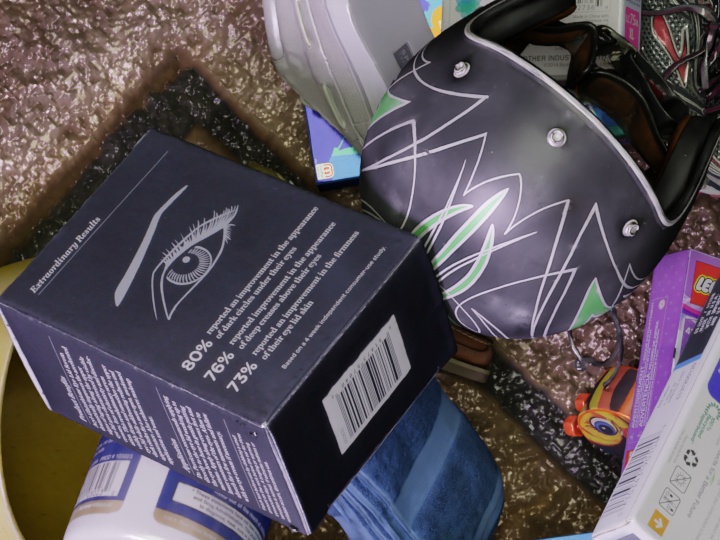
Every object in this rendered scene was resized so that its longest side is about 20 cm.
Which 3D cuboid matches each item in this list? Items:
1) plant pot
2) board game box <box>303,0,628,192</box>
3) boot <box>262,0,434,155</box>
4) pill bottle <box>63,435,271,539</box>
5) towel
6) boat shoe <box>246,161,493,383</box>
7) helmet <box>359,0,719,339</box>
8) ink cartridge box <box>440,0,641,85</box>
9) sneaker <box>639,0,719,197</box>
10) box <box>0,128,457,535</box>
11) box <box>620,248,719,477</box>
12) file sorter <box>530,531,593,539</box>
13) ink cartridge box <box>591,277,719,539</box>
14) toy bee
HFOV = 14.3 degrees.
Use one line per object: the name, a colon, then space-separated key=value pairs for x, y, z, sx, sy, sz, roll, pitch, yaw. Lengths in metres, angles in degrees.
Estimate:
plant pot: x=-0.216 y=0.084 z=1.729 sx=0.142 sy=0.200 sz=0.200 roll=3 pitch=85 yaw=29
board game box: x=0.060 y=-0.140 z=1.786 sx=0.200 sy=0.045 sz=0.152 roll=-10 pitch=85 yaw=2
boot: x=0.009 y=-0.103 z=1.733 sx=0.074 sy=0.096 sz=0.200 roll=-35 pitch=115 yaw=-32
pill bottle: x=-0.092 y=0.096 z=1.692 sx=0.111 sy=0.111 sz=0.200 roll=17 pitch=62 yaw=4
towel: x=0.019 y=0.106 z=1.699 sx=0.049 sy=0.200 sz=0.112 roll=0 pitch=50 yaw=41
boat shoe: x=0.000 y=0.000 z=1.765 sx=0.200 sy=0.072 sz=0.068 roll=28 pitch=89 yaw=5
helmet: x=0.093 y=-0.056 z=1.614 sx=0.200 sy=0.200 sz=0.191 roll=39 pitch=46 yaw=5
ink cartridge box: x=0.111 y=-0.210 z=1.728 sx=0.119 sy=0.042 sz=0.200 roll=1 pitch=88 yaw=26
sneaker: x=0.198 y=-0.140 z=1.744 sx=0.081 sy=0.075 sz=0.200 roll=-25 pitch=96 yaw=-37
box: x=-0.074 y=0.030 z=1.592 sx=0.200 sy=0.104 sz=0.148 roll=24 pitch=60 yaw=32
box: x=0.254 y=0.081 z=1.705 sx=0.200 sy=0.039 sz=0.137 roll=18 pitch=74 yaw=-26
file sorter: x=0.064 y=0.228 z=1.623 sx=0.200 sy=0.123 sz=0.139 roll=-7 pitch=86 yaw=-6
ink cartridge box: x=0.245 y=0.131 z=1.627 sx=0.200 sy=0.043 sz=0.198 roll=41 pitch=55 yaw=-15
toy bee: x=0.181 y=0.090 z=1.747 sx=0.131 sy=0.109 sz=0.200 roll=-35 pitch=98 yaw=-31
